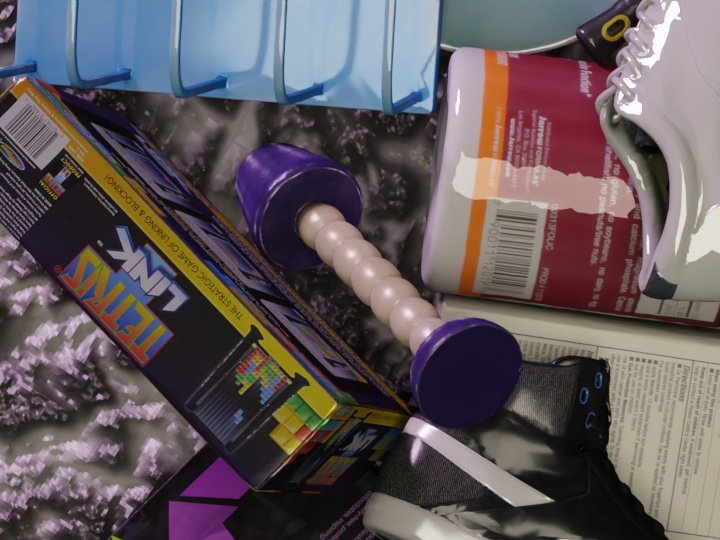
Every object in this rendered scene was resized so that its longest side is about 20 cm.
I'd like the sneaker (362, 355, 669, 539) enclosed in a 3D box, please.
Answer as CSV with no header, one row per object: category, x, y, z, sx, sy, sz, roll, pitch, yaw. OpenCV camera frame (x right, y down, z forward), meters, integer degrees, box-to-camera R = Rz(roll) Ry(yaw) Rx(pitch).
sneaker,0.111,0.101,1.323,0.199,0.073,0.112,24,82,-9

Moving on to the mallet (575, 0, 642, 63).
mallet,0.188,-0.153,1.352,0.200,0.041,0.066,-44,100,-1

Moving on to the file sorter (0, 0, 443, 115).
file sorter,-0.068,-0.144,1.329,0.199,0.123,0.139,5,97,9

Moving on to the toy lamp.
toy lamp,0.000,0.000,1.331,0.058,0.200,0.058,-13,122,-22

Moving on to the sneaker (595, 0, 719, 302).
sneaker,0.138,-0.083,1.280,0.071,0.073,0.201,-3,73,-13

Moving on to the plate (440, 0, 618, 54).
plate,0.063,-0.200,1.392,0.199,0.026,0.201,0,96,-1

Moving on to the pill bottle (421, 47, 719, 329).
pill bottle,0.133,-0.035,1.364,0.199,0.114,0.115,7,95,-2

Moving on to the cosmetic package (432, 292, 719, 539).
cosmetic package,0.127,0.073,1.393,0.199,0.073,0.104,9,96,-2

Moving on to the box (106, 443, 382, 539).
box,-0.021,0.166,1.381,0.143,0.036,0.200,-44,71,3

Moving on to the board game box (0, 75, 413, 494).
board game box,-0.075,0.011,1.314,0.057,0.165,0.200,-45,77,4
